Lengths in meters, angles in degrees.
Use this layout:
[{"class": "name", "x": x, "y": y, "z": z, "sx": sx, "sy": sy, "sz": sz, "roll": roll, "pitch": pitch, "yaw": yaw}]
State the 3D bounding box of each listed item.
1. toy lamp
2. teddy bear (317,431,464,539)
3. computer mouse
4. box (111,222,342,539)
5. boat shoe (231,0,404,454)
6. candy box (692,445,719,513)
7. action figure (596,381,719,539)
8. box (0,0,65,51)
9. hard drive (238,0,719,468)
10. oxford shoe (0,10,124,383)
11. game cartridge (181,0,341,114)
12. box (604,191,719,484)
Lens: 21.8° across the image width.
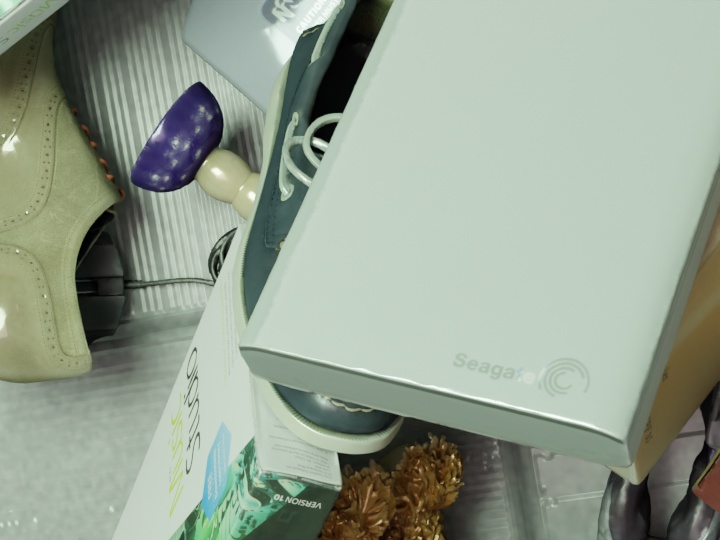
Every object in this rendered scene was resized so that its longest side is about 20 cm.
[{"class": "toy lamp", "x": 0.000, "y": 0.000, "z": 0.774, "sx": 0.200, "sy": 0.058, "sz": 0.058, "roll": 36, "pitch": 102, "yaw": 2}, {"class": "teddy bear", "x": 0.004, "y": 0.162, "z": 0.752, "sx": 0.067, "sy": 0.145, "sz": 0.201, "roll": 16, "pitch": 92, "yaw": 26}, {"class": "computer mouse", "x": -0.098, "y": 0.008, "z": 0.825, "sx": 0.199, "sy": 0.034, "sz": 0.059, "roll": -2, "pitch": 92, "yaw": 16}, {"class": "box", "x": -0.061, "y": 0.102, "z": 0.733, "sx": 0.036, "sy": 0.145, "sz": 0.200, "roll": 13, "pitch": 124, "yaw": -15}, {"class": "boat shoe", "x": 0.000, "y": -0.026, "z": 0.688, "sx": 0.075, "sy": 0.200, "sz": 0.062, "roll": 19, "pitch": 136, "yaw": -13}, {"class": "candy box", "x": 0.199, "y": 0.004, "z": 0.662, "sx": 0.055, "sy": 0.115, "sz": 0.200, "roll": 34, "pitch": 78, "yaw": 12}, {"class": "action figure", "x": 0.117, "y": 0.114, "z": 0.752, "sx": 0.130, "sy": 0.069, "sz": 0.201, "roll": 9, "pitch": 99, "yaw": 8}, {"class": "box", "x": -0.167, "y": -0.186, "z": 0.711, "sx": 0.144, "sy": 0.036, "sz": 0.200, "roll": -35, "pitch": 85, "yaw": 16}, {"class": "hard drive", "x": 0.057, "y": -0.040, "z": 0.628, "sx": 0.131, "sy": 0.026, "sz": 0.200, "roll": 12, "pitch": 62, "yaw": 22}, {"class": "oxford shoe", "x": -0.139, "y": -0.045, "z": 0.810, "sx": 0.074, "sy": 0.070, "sz": 0.201, "roll": 5, "pitch": 74, "yaw": -9}, {"class": "game cartridge", "x": 0.020, "y": -0.145, "z": 0.782, "sx": 0.133, "sy": 0.041, "sz": 0.200, "roll": 41, "pitch": 103, "yaw": 7}, {"class": "box", "x": 0.123, "y": -0.034, "z": 0.677, "sx": 0.078, "sy": 0.095, "sz": 0.200, "roll": 31, "pitch": 72, "yaw": 28}]
